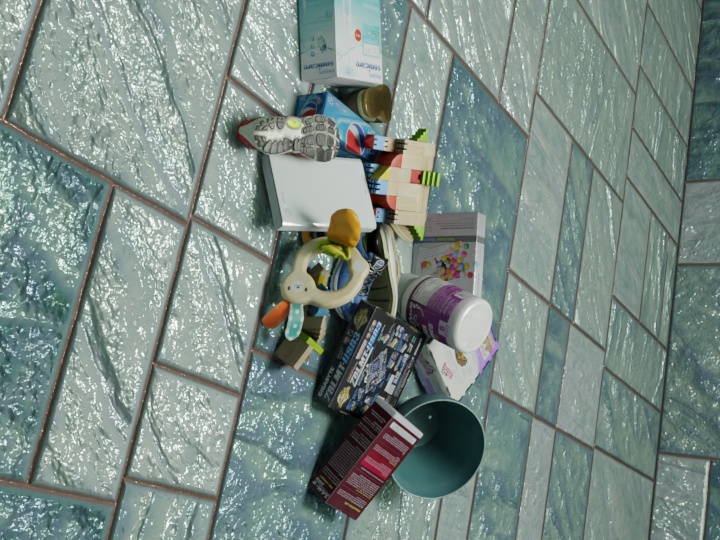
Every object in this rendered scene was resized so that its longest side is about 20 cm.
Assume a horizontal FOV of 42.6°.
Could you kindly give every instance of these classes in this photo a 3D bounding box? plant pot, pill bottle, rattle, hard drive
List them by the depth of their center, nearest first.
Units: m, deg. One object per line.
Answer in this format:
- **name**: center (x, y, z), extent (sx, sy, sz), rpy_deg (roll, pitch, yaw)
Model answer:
- **rattle**: center (-0.076, 0.011, 1.500), extent (0.199, 0.143, 0.131), rpy_deg (-35, 89, -18)
- **hard drive**: center (-0.068, -0.132, 1.570), extent (0.198, 0.026, 0.134), rpy_deg (0, 71, -40)
- **pill bottle**: center (0.150, 0.076, 1.803), extent (0.111, 0.199, 0.114), rpy_deg (-20, 122, -37)
- **plant pot**: center (0.129, 0.327, 1.820), extent (0.197, 0.135, 0.203), rpy_deg (-3, 103, -15)

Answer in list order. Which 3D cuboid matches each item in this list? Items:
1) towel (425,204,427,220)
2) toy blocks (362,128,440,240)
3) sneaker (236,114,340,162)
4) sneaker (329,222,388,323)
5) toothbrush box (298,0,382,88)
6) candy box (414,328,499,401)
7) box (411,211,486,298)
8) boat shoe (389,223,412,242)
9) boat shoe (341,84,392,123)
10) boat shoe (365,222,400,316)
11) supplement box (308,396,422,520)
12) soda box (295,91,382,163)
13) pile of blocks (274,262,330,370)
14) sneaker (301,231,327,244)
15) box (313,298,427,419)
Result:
- **towel**: center (0.117, -0.148, 1.821), extent (0.200, 0.022, 0.146), rpy_deg (65, 22, -83)
- **toy blocks**: center (0.060, -0.161, 1.667), extent (0.135, 0.099, 0.203), rpy_deg (2, 99, -38)
- **sneaker**: center (-0.117, -0.225, 1.523), extent (0.198, 0.084, 0.078), rpy_deg (3, 99, -45)
- **sneaker**: center (0.000, 0.000, 1.693), extent (0.078, 0.088, 0.203), rpy_deg (11, 81, -53)
- **toothbrush box**: center (-0.035, -0.434, 1.647), extent (0.146, 0.084, 0.203), rpy_deg (-5, 96, -55)
- **candy box**: center (0.196, 0.160, 1.963), extent (0.200, 0.071, 0.169), rpy_deg (-45, 121, -36)
- **box**: center (0.178, -0.016, 1.895), extent (0.041, 0.154, 0.203), rpy_deg (10, 83, -52)
- **boat shoe**: center (0.072, -0.129, 1.793), extent (0.200, 0.064, 0.073), rpy_deg (53, 11, -44)
- **boat shoe**: center (0.013, -0.313, 1.734), extent (0.200, 0.064, 0.074), rpy_deg (-17, 106, -73)
- **boat shoe**: center (0.047, 0.009, 1.774), extent (0.068, 0.074, 0.203), rpy_deg (-18, 109, -56)
- **supplement box**: center (0.011, 0.339, 1.661), extent (0.201, 0.061, 0.109), rpy_deg (-51, 136, -5)
- **soda box**: center (-0.034, -0.245, 1.662), extent (0.199, 0.067, 0.065), rpy_deg (29, 66, -52)
- **pile of blocks**: center (-0.076, 0.088, 1.588), extent (0.062, 0.081, 0.202), rpy_deg (45, 54, -45)
- **sneaker**: center (-0.031, -0.109, 1.660), extent (0.079, 0.076, 0.201), rpy_deg (57, 45, -36)
- **box**: center (0.023, 0.178, 1.715), extent (0.198, 0.049, 0.202), rpy_deg (30, 83, -50)
